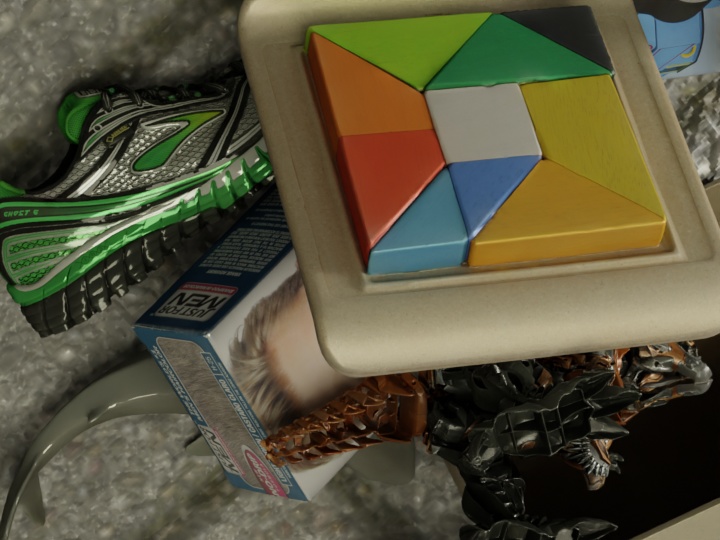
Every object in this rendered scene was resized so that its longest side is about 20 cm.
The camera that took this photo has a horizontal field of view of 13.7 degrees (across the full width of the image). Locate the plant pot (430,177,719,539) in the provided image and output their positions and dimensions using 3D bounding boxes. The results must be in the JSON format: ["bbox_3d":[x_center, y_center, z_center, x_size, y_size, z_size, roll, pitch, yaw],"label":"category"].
[{"bbox_3d":[0.152,0.109,1.429,0.199,0.200,0.178,-24,128,-3],"label":"plant pot"}]

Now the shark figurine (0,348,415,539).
[{"bbox_3d":[-0.074,0.068,1.405,0.213,0.090,0.129,-9,114,-13],"label":"shark figurine"}]

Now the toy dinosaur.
[{"bbox_3d":[0.061,0.067,1.307,0.199,0.136,0.103,-27,124,-6],"label":"toy dinosaur"}]

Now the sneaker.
[{"bbox_3d":[-0.086,-0.059,1.351,0.200,0.078,0.085,-37,98,-7],"label":"sneaker"}]

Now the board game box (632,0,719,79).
[{"bbox_3d":[0.158,-0.166,1.389,0.199,0.037,0.152,-8,115,-12],"label":"board game box"}]

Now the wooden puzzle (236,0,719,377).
[{"bbox_3d":[0.054,-0.053,1.291,0.184,0.201,0.037,-6,145,-13],"label":"wooden puzzle"}]

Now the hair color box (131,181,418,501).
[{"bbox_3d":[0.000,0.000,1.356,0.200,0.060,0.100,-46,120,-27],"label":"hair color box"}]
